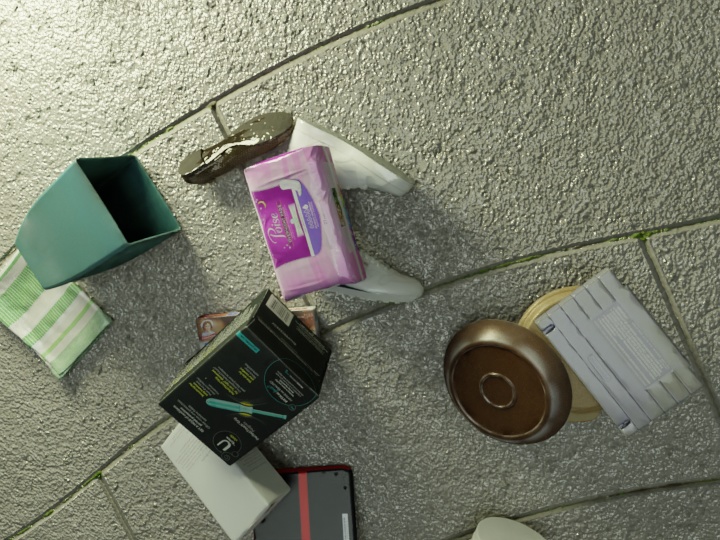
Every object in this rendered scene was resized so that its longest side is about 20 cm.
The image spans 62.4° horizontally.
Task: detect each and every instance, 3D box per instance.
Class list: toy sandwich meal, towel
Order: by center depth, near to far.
[{"bbox_3d":[0.316,0.121,0.874,0.203,0.070,0.207,1,95,10],"label":"toy sandwich meal"},{"bbox_3d":[-0.543,0.069,1.021,0.200,0.023,0.153,44,102,0],"label":"towel"}]

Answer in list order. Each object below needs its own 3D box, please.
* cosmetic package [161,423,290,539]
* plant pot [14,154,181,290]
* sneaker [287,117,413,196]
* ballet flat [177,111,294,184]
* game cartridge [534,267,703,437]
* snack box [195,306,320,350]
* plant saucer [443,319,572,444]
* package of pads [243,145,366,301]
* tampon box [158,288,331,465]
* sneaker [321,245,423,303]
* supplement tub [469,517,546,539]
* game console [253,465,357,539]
[{"bbox_3d":[-0.218,0.317,0.957,0.200,0.074,0.102,46,110,14],"label":"cosmetic package"},{"bbox_3d":[-0.421,-0.062,0.926,0.199,0.141,0.142,-31,93,20],"label":"plant pot"},{"bbox_3d":[-0.028,-0.132,0.886,0.199,0.074,0.116,29,105,12],"label":"sneaker"},{"bbox_3d":[-0.186,-0.182,0.914,0.199,0.068,0.046,-25,139,9],"label":"ballet flat"},{"bbox_3d":[0.352,0.111,0.815,0.129,0.038,0.200,-38,87,6],"label":"game cartridge"},{"bbox_3d":[-0.165,0.102,0.965,0.198,0.024,0.072,-5,101,9],"label":"snack box"},{"bbox_3d":[0.205,0.170,0.869,0.199,0.032,0.202,13,115,31],"label":"plant saucer"},{"bbox_3d":[-0.077,-0.064,0.835,0.120,0.076,0.201,-15,96,17],"label":"package of pads"},{"bbox_3d":[-0.169,0.161,0.901,0.200,0.126,0.150,-40,103,20],"label":"tampon box"},{"bbox_3d":[0.000,0.000,0.901,0.198,0.076,0.081,11,91,6],"label":"sneaker"},{"bbox_3d":[0.210,0.503,0.909,0.144,0.145,0.201,15,102,6],"label":"supplement tub"},{"bbox_3d":[-0.092,0.430,0.981,0.175,0.031,0.202,-5,81,5],"label":"game console"}]
